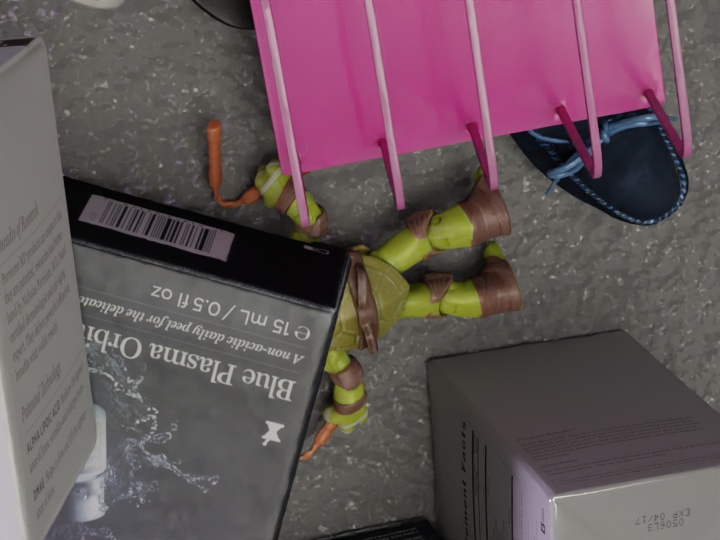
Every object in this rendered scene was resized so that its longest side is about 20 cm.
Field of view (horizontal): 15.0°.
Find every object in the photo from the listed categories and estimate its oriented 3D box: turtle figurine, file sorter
[{"bbox_3d":[0.000,0.000,1.430,0.160,0.064,0.201,-18,113,-10],"label":"turtle figurine"},{"bbox_3d":[0.051,-0.111,1.311,0.198,0.126,0.140,-10,113,-1],"label":"file sorter"}]

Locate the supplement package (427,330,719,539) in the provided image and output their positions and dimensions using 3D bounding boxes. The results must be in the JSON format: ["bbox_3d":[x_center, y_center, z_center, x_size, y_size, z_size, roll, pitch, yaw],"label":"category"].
[{"bbox_3d":[0.122,0.125,1.436,0.120,0.200,0.121,-8,110,-14],"label":"supplement package"}]

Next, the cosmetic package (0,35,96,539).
[{"bbox_3d":[-0.218,0.014,1.204,0.163,0.165,0.202,-6,104,6],"label":"cosmetic package"}]

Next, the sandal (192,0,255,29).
[{"bbox_3d":[-0.055,-0.216,1.351,0.075,0.043,0.202,0,108,-17],"label":"sandal"}]

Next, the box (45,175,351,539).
[{"bbox_3d":[-0.124,0.071,1.359,0.195,0.118,0.201,15,105,-1],"label":"box"}]

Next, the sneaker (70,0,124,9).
[{"bbox_3d":[-0.181,-0.199,1.304,0.199,0.077,0.082,34,90,-25],"label":"sneaker"}]

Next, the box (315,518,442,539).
[{"bbox_3d":[0.023,0.244,1.446,0.104,0.200,0.149,-11,111,-13],"label":"box"}]

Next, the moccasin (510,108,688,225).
[{"bbox_3d":[0.102,-0.089,1.428,0.200,0.068,0.081,41,93,-24],"label":"moccasin"}]
